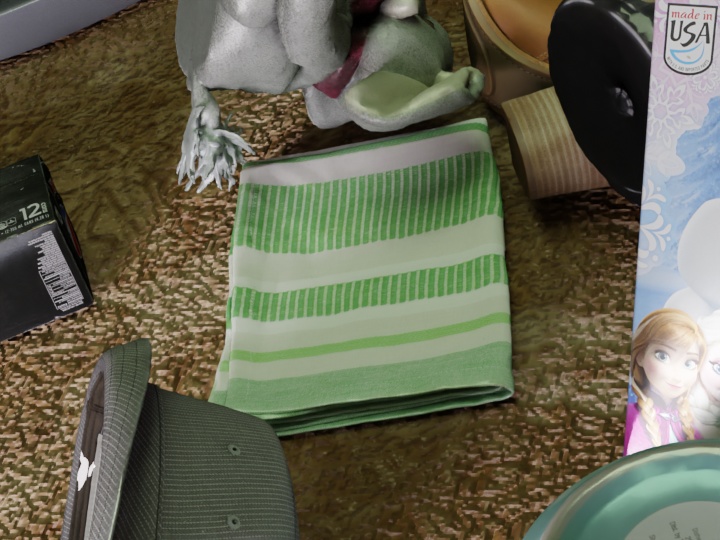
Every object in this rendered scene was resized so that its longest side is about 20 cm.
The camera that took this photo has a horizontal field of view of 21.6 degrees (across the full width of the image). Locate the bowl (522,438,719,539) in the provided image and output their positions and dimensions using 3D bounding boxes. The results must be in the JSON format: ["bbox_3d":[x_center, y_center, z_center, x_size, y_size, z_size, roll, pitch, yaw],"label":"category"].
[{"bbox_3d":[0.126,0.140,0.687,0.199,0.106,0.202,-11,41,10],"label":"bowl"}]

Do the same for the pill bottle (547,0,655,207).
[{"bbox_3d":[0.196,-0.118,0.890,0.199,0.113,0.112,-28,40,-18],"label":"pill bottle"}]

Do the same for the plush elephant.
[{"bbox_3d":[-0.011,-0.135,0.996,0.153,0.202,0.164,3,9,-24],"label":"plush elephant"}]

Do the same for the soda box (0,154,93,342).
[{"bbox_3d":[-0.248,0.014,1.014,0.198,0.064,0.071,-21,39,-3],"label":"soda box"}]

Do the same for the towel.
[{"bbox_3d":[0.000,0.000,0.962,0.151,0.024,0.201,-10,40,10],"label":"towel"}]

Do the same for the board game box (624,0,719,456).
[{"bbox_3d":[0.209,-0.006,0.748,0.198,0.201,0.043,8,11,29],"label":"board game box"}]

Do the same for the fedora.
[{"bbox_3d":[-0.077,0.127,0.769,0.089,0.178,0.201,10,40,-11],"label":"fedora"}]

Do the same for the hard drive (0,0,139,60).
[{"bbox_3d":[-0.211,-0.202,1.261,0.198,0.043,0.135,-25,40,-8],"label":"hard drive"}]

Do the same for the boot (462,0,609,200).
[{"bbox_3d":[0.138,-0.128,1.005,0.154,0.077,0.201,-16,42,-2],"label":"boot"}]
